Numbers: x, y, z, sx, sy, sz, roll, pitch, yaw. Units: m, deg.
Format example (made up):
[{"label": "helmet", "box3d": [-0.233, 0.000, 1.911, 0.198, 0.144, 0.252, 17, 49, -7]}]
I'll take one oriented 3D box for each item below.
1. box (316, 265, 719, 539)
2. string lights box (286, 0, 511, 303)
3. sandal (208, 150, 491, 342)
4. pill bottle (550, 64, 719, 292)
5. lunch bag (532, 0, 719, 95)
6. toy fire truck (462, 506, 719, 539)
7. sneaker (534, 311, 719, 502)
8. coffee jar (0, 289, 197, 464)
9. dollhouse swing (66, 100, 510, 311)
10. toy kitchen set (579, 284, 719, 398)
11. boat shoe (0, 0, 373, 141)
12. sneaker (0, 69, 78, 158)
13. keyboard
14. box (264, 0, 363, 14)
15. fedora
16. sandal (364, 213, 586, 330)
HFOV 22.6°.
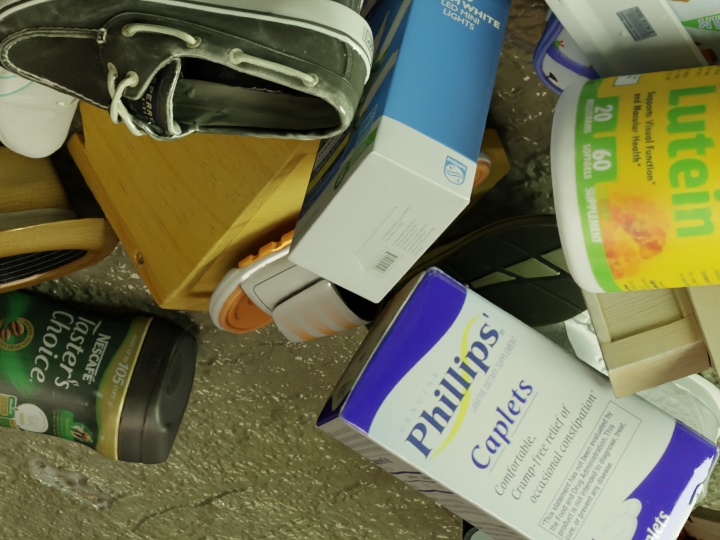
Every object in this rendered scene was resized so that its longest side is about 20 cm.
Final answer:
[{"label": "box", "box3d": [0.086, 0.099, 1.083, 0.200, 0.105, 0.184, 32, 171, -1]}, {"label": "string lights box", "box3d": [0.027, -0.093, 0.963, 0.059, 0.200, 0.103, 26, 139, -14]}, {"label": "sandal", "box3d": [-0.004, -0.001, 1.075, 0.206, 0.059, 0.079, -32, 158, 25]}, {"label": "pill bottle", "box3d": [0.205, -0.051, 0.908, 0.199, 0.111, 0.111, -5, 137, 20]}, {"label": "lunch bag", "box3d": [0.202, -0.125, 0.973, 0.199, 0.076, 0.160, 22, 142, -7]}, {"label": "toy fire truck", "box3d": [0.192, 0.175, 1.303, 0.200, 0.129, 0.176, -28, 125, 25]}, {"label": "sneaker", "box3d": [0.160, 0.097, 1.209, 0.199, 0.116, 0.075, 26, 141, -13]}, {"label": "coffee jar", "box3d": [-0.222, 0.072, 1.312, 0.199, 0.105, 0.085, 13, 143, 1]}, {"label": "dollhouse swing", "box3d": [-0.041, -0.086, 1.124, 0.182, 0.175, 0.200, 58, 139, 13]}, {"label": "toy kitchen set", "box3d": [0.245, 0.061, 1.016, 0.199, 0.164, 0.181, -18, 151, 6]}, {"label": "boat shoe", "box3d": [-0.096, -0.100, 0.867, 0.199, 0.064, 0.071, 5, 142, 13]}, {"label": "sneaker", "box3d": [-0.173, -0.133, 1.066, 0.080, 0.071, 0.201, 27, 138, 7]}, {"label": "keyboard", "box3d": [0.137, -0.127, 0.932, 0.056, 0.011, 0.200, -17, 132, 32]}, {"label": "box", "box3d": [-0.086, -0.196, 0.920, 0.199, 0.149, 0.125, 14, 140, 0]}, {"label": "fedora", "box3d": [-0.257, -0.032, 1.191, 0.200, 0.082, 0.201, -13, 173, -2]}, {"label": "sandal", "box3d": [0.080, 0.000, 1.171, 0.201, 0.057, 0.080, -18, 120, 42]}]
